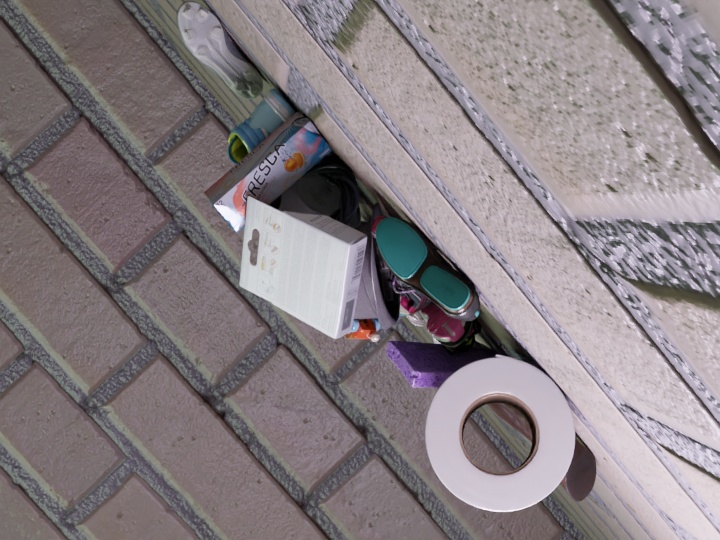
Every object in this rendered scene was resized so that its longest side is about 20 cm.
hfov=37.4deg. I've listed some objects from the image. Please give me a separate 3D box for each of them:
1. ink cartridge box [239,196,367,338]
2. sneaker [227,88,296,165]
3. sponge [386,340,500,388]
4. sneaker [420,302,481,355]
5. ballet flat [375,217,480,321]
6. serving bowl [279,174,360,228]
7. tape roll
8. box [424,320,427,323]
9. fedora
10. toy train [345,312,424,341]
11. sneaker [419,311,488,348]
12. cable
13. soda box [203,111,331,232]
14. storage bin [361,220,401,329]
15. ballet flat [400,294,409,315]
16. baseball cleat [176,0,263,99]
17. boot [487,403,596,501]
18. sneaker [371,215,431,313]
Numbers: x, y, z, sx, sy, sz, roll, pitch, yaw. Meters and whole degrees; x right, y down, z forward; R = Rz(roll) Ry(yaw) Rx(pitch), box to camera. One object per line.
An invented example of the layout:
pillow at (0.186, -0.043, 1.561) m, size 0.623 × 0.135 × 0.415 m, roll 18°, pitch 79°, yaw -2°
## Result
ink cartridge box at (-0.089, -0.012, 1.607) m, size 0.199 × 0.057 × 0.164 m, roll 29°, pitch 124°, yaw 32°
sneaker at (-0.155, -0.213, 1.757) m, size 0.080 × 0.130 × 0.200 m, roll 47°, pitch 178°, yaw 18°
sponge at (0.146, 0.148, 1.654) m, size 0.197 × 0.030 × 0.112 m, roll 5°, pitch -161°, yaw -25°
sneaker at (0.148, 0.088, 1.627) m, size 0.088 × 0.074 × 0.200 m, roll 48°, pitch -179°, yaw -9°
ballet flat at (0.092, 0.005, 1.449) m, size 0.200 × 0.068 × 0.068 m, roll 48°, pitch -174°, yaw 35°
serving bowl at (-0.081, -0.112, 1.781) m, size 0.200 × 0.200 × 0.066 m, roll 49°, pitch 138°, yaw 7°
tape roll at (0.190, 0.227, 1.465) m, size 0.203 × 0.202 × 0.139 m, roll 48°, pitch 177°, yaw 13°
box at (0.101, 0.031, 1.859) m, size 0.201 × 0.046 × 0.159 m, roll 51°, pitch 177°, yaw -21°
fedora at (0.000, 0.000, 1.656) m, size 0.178 × 0.089 × 0.201 m, roll -86°, pitch -17°, yaw -45°
toy train at (0.015, 0.073, 1.809) m, size 0.199 × 0.056 × 0.151 m, roll -1°, pitch -134°, yaw -52°
sneaker at (0.149, 0.135, 1.778) m, size 0.201 × 0.099 × 0.078 m, roll 51°, pitch -154°, yaw -13°
cable at (-0.086, -0.112, 1.659) m, size 0.200 × 0.162 × 0.051 m, roll 53°, pitch 169°, yaw 45°
soda box at (-0.144, -0.153, 1.647) m, size 0.064 × 0.200 × 0.068 m, roll 50°, pitch 176°, yaw -30°
storage bin at (-0.010, 0.013, 1.987) m, size 0.200 × 0.146 × 0.134 m, roll 50°, pitch -162°, yaw 17°
ballet flat at (0.020, 0.019, 1.766) m, size 0.198 × 0.063 × 0.068 m, roll 22°, pitch -154°, yaw -30°
baseball cleat at (-0.240, -0.360, 1.737) m, size 0.201 × 0.070 × 0.106 m, roll 52°, pitch 176°, yaw -34°
boot at (0.277, 0.259, 1.699) m, size 0.199 × 0.064 × 0.188 m, roll 30°, pitch 150°, yaw 52°
sneaker at (0.067, -0.005, 1.599) m, size 0.081 × 0.075 × 0.200 m, roll 46°, pitch 175°, yaw 45°
